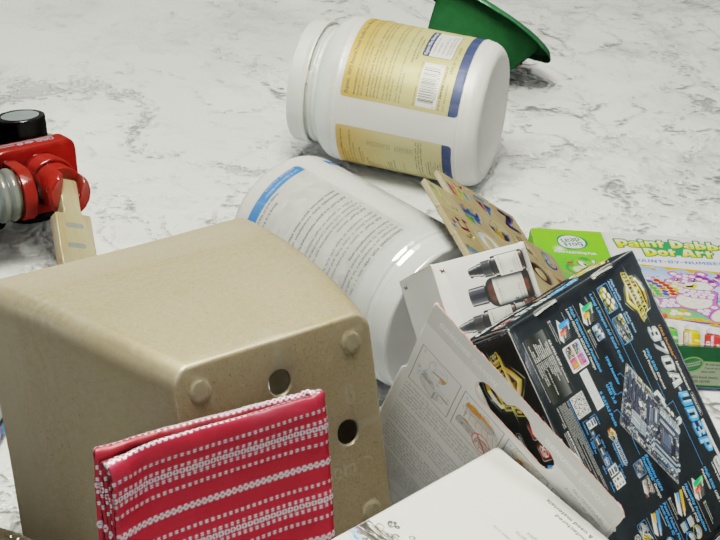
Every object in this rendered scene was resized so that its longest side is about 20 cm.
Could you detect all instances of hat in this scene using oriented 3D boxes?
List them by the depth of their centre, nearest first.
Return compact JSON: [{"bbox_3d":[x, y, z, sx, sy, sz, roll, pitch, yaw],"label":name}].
[{"bbox_3d":[0.100,-0.216,1.845,0.165,0.177,0.199,28,-2,41],"label":"hat"}]

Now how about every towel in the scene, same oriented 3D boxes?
[{"bbox_3d":[-0.072,0.176,0.888,0.143,0.203,0.022,-13,18,-31],"label":"towel"}]

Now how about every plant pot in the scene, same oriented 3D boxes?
[{"bbox_3d":[-0.089,0.093,0.986,0.198,0.203,0.176,-16,16,-34],"label":"plant pot"}]

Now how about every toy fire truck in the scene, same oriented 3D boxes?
[{"bbox_3d":[-0.305,-0.045,1.376,0.174,0.130,0.199,-14,23,-31],"label":"toy fire truck"}]

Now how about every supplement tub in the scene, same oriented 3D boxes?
[{"bbox_3d":[0.000,0.000,1.299,0.131,0.133,0.199,-18,35,-36],"label":"supplement tub"},{"bbox_3d":[0.038,-0.172,1.614,0.198,0.146,0.145,13,29,15],"label":"supplement tub"}]

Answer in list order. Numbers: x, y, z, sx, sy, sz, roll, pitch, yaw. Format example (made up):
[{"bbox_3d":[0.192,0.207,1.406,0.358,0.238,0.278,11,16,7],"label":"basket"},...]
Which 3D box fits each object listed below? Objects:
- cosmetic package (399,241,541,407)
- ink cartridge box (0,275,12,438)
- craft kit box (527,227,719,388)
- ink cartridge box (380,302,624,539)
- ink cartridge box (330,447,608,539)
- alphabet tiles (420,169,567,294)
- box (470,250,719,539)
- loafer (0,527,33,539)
[{"bbox_3d":[0.098,0.089,1.090,0.082,0.202,0.051,-14,-7,-29],"label":"cosmetic package"},{"bbox_3d":[-0.325,0.077,1.155,0.144,0.084,0.201,7,28,5],"label":"ink cartridge box"},{"bbox_3d":[0.248,0.030,1.376,0.197,0.049,0.198,3,25,-3],"label":"craft kit box"},{"bbox_3d":[0.082,0.120,0.962,0.050,0.201,0.161,-31,68,-33],"label":"ink cartridge box"},{"bbox_3d":[0.040,0.221,0.848,0.199,0.148,0.144,-22,50,-40],"label":"ink cartridge box"},{"bbox_3d":[0.124,0.003,1.246,0.166,0.006,0.201,28,24,-41],"label":"alphabet tiles"},{"bbox_3d":[0.166,0.106,1.069,0.046,0.202,0.158,-24,3,44],"label":"box"},{"bbox_3d":[-0.247,0.186,0.984,0.075,0.069,0.199,-14,17,-34],"label":"loafer"}]
